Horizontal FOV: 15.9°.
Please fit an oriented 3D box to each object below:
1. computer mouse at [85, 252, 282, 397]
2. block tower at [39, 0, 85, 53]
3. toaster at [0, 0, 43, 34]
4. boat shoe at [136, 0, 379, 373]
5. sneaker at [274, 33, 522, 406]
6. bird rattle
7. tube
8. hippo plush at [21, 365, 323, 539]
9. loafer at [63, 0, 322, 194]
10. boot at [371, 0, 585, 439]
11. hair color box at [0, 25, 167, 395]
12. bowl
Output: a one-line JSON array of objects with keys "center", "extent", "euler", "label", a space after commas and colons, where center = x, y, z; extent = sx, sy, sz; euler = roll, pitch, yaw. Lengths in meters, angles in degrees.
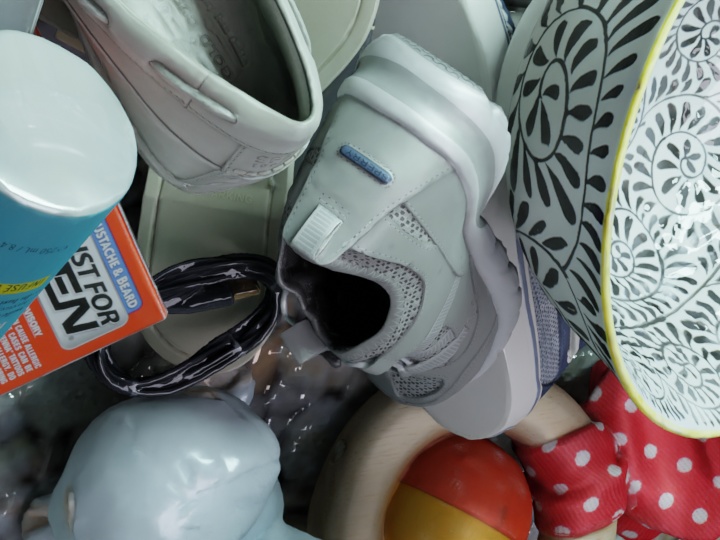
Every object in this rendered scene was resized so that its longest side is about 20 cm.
[{"center": [-0.122, 0.019, 0.838], "extent": [0.199, 0.034, 0.059], "euler": [-6, 110, -15], "label": "computer mouse"}, {"center": [-0.031, -0.147, 0.798], "extent": [0.201, 0.054, 0.058], "euler": [-62, 176, 13], "label": "block tower"}, {"center": [-0.189, -0.107, 0.631], "extent": [0.199, 0.181, 0.119], "euler": [-3, 121, -36], "label": "toaster"}, {"center": [-0.032, -0.067, 0.875], "extent": [0.063, 0.072, 0.201], "euler": [-50, 155, -71], "label": "boat shoe"}, {"center": [0.000, 0.000, 0.837], "extent": [0.082, 0.075, 0.200], "euler": [-48, 159, -17], "label": "sneaker"}, {"center": [0.060, 0.103, 1.014], "extent": [0.163, 0.113, 0.201], "euler": [31, 94, -28], "label": "bird rattle"}, {"center": [-0.125, 0.018, 0.644], "extent": [0.077, 0.051, 0.200], "euler": [16, 139, -29], "label": "tube"}, {"center": [-0.024, 0.103, 0.899], "extent": [0.159, 0.161, 0.200], "euler": [-31, 171, -2], "label": "hippo plush"}, {"center": [-0.074, -0.115, 0.736], "extent": [0.070, 0.070, 0.200], "euler": [-40, 100, -29], "label": "loafer"}, {"center": [0.048, -0.044, 0.941], "extent": [0.090, 0.072, 0.201], "euler": [-39, 134, -41], "label": "boot"}, {"center": [-0.168, 0.003, 0.736], "extent": [0.199, 0.111, 0.064], "euler": [-25, 134, -6], "label": "hair color box"}, {"center": [0.108, -0.054, 0.868], "extent": [0.200, 0.094, 0.202], "euler": [-27, 128, -41], "label": "bowl"}]
